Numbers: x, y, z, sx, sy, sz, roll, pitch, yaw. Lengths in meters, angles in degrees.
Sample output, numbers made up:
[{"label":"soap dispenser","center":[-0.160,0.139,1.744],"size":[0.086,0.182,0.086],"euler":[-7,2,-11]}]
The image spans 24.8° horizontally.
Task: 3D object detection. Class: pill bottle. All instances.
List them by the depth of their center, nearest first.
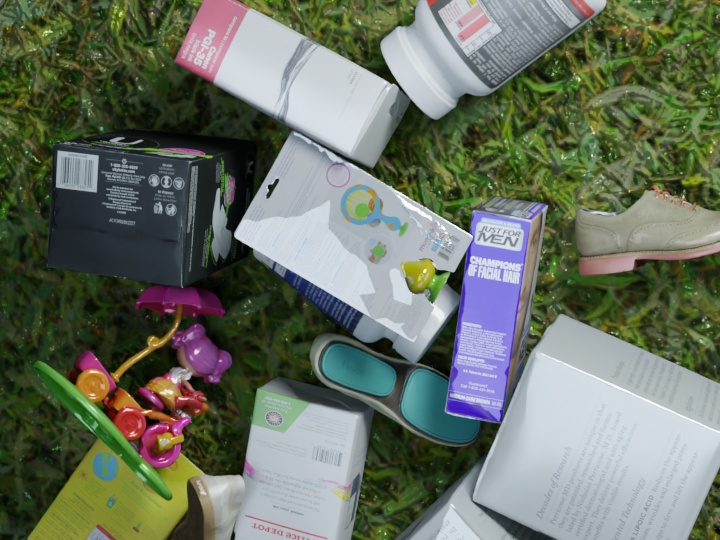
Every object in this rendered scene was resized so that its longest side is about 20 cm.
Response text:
[{"label":"pill bottle","center":[0.124,-0.239,1.555],"size":[0.199,0.116,0.116],"euler":[-36,89,17]},{"label":"pill bottle","center":[0.000,0.000,1.633],"size":[0.199,0.111,0.111],"euler":[38,107,6]}]

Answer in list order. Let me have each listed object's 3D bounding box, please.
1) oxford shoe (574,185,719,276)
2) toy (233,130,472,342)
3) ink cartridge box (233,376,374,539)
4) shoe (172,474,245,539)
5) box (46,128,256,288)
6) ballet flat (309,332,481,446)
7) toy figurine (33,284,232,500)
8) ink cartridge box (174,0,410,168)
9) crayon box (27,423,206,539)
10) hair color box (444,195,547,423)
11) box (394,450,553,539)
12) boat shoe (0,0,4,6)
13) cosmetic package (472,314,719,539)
[{"label":"oxford shoe","center":[0.299,-0.046,1.566],"size":[0.198,0.070,0.076],"euler":[-11,91,16]},{"label":"toy","center":[-0.006,-0.031,1.555],"size":[0.199,0.047,0.116],"euler":[30,87,4]},{"label":"ink cartridge box","center":[-0.062,0.225,1.711],"size":[0.116,0.067,0.203],"euler":[14,102,14]},{"label":"shoe","center":[-0.156,0.274,1.716],"size":[0.070,0.053,0.201],"euler":[56,152,26]},{"label":"box","center":[-0.204,-0.068,1.630],"size":[0.147,0.200,0.126],"euler":[8,101,14]},{"label":"ballet flat","center":[0.032,0.119,1.664],"size":[0.199,0.070,0.070],"euler":[30,107,-18]},{"label":"toy figurine","center":[-0.203,0.103,1.688],"size":[0.184,0.150,0.200],"euler":[-46,106,-15]},{"label":"ink cartridge box","center":[-0.063,-0.184,1.593],"size":[0.199,0.146,0.083],"euler":[29,94,9]},{"label":"crayon box","center":[-0.256,0.253,1.778],"size":[0.127,0.051,0.201],"euler":[40,108,5]},{"label":"hair color box","center":[0.134,0.036,1.604],"size":[0.064,0.109,0.203],"euler":[9,102,13]},{"label":"box","center":[0.087,0.309,1.617],"size":[0.131,0.200,0.199],"euler":[47,107,5]},{"label":"boat shoe","center":[-0.470,-0.271,1.734],"size":[0.199,0.072,0.076],"euler":[-30,91,18]},{"label":"cosmetic package","center":[0.238,0.167,1.569],"size":[0.198,0.165,0.167],"euler":[24,105,11]}]
